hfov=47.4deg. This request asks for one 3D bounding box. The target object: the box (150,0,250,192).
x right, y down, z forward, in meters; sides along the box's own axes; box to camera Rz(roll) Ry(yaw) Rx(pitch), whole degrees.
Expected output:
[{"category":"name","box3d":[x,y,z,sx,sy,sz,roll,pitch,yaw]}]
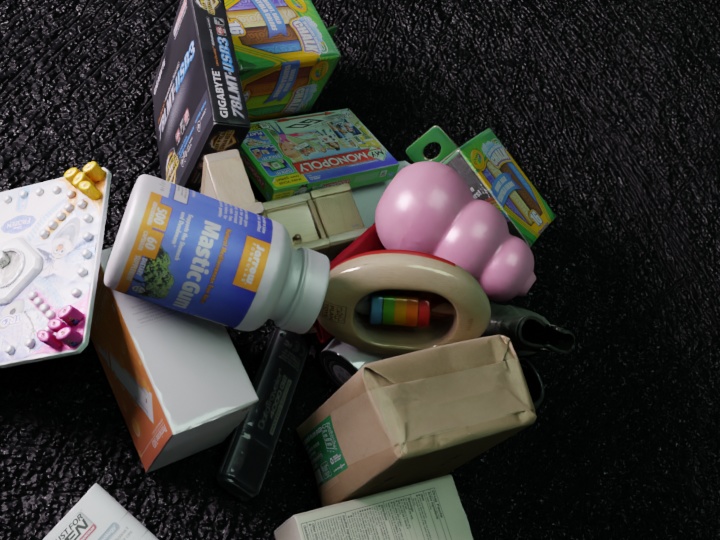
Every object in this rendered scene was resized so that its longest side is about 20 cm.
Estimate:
[{"category":"box","box3d":[-0.196,-0.194,0.968,0.049,0.200,0.201,-1,63,-29]}]

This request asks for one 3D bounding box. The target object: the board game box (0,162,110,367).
[{"category":"board game box","box3d":[-0.347,-0.003,0.801,0.197,0.026,0.202,-11,60,14]}]

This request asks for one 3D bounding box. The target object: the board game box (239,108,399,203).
[{"category":"board game box","box3d":[-0.064,-0.156,1.098,0.198,0.029,0.135,-16,52,-33]}]

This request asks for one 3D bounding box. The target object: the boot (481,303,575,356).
[{"category":"boot","box3d":[0.216,0.085,1.035,0.199,0.130,0.069,15,89,-44]}]

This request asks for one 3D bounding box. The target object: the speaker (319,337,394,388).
[{"category":"speaker","box3d":[0.043,0.062,0.998,0.081,0.081,0.200,44,62,2]}]

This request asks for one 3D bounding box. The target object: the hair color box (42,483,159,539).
[{"category":"hair color box","box3d":[-0.210,0.306,0.755,0.200,0.061,0.099,42,52,0]}]

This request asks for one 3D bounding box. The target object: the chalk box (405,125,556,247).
[{"category":"chalk box","box3d":[0.145,-0.102,1.109,0.201,0.124,0.124,54,36,0]}]

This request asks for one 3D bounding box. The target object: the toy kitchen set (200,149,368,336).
[{"category":"toy kitchen set","box3d":[-0.067,-0.033,0.937,0.198,0.181,0.165,-15,70,-20]}]

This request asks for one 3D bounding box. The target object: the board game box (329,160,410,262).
[{"category":"board game box","box3d":[0.020,-0.049,1.104,0.198,0.026,0.202,-11,67,-31]}]

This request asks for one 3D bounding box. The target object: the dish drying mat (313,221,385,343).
[{"category":"dish drying mat","box3d":[0.000,0.000,0.983,0.200,0.018,0.078,-43,128,-41]}]

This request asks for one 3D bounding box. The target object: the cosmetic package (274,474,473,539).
[{"category":"cosmetic package","box3d":[0.019,0.295,0.872,0.198,0.071,0.106,-4,63,-29]}]

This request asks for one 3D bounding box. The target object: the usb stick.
[{"category":"usb stick","box3d":[-0.106,0.154,0.911,0.055,0.032,0.202,40,49,-27]}]

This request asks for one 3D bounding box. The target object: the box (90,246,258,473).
[{"category":"box","box3d":[-0.204,0.083,0.848,0.097,0.125,0.202,-17,70,-35]}]

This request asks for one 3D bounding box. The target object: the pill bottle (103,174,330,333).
[{"category":"pill bottle","box3d":[-0.134,-0.007,0.788,0.198,0.112,0.113,19,55,-18]}]

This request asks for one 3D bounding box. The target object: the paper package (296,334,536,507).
[{"category":"paper package","box3d":[0.054,0.165,0.885,0.189,0.200,0.105,-8,66,-31]}]

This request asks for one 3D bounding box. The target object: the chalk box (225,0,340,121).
[{"category":"chalk box","box3d":[-0.116,-0.290,1.103,0.198,0.125,0.125,-17,70,-32]}]

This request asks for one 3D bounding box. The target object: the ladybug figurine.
[{"category":"ladybug figurine","box3d":[0.043,0.030,0.899,0.197,0.137,0.072,7,40,-2]}]

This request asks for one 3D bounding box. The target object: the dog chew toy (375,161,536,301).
[{"category":"dog chew toy","box3d":[0.116,-0.038,0.957,0.199,0.125,0.125,34,51,10]}]

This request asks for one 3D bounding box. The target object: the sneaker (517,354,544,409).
[{"category":"sneaker","box3d":[0.145,0.118,1.025,0.199,0.099,0.071,37,54,0]}]
